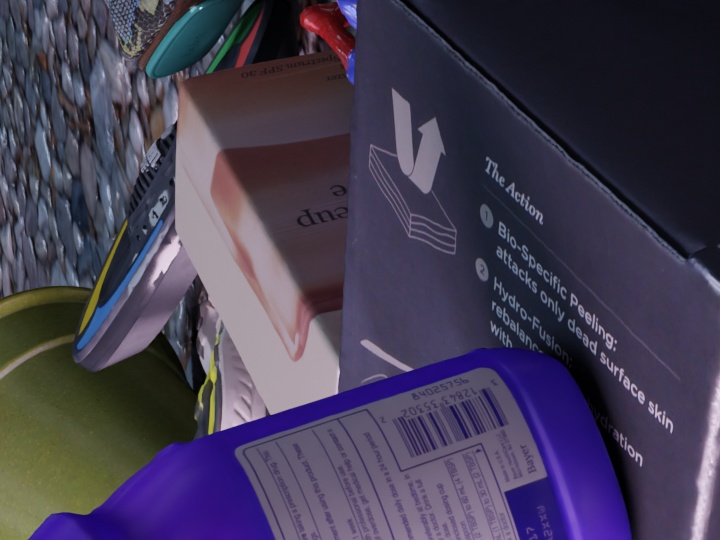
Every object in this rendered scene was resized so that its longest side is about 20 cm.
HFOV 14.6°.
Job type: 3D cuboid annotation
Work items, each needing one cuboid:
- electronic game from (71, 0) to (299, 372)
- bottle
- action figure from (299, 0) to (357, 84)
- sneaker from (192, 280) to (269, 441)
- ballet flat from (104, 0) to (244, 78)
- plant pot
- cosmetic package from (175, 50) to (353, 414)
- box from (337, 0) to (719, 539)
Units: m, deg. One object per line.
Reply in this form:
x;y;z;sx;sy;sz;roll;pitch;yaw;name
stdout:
-0.085;-0.042;1.342;0.200;0.042;0.200;-59;10;16;electronic game
-0.026;0.082;0.752;0.065;0.200;0.084;-33;76;64;bottle
0.037;-0.069;1.100;0.200;0.052;0.065;-126;26;-44;action figure
-0.031;0.030;1.318;0.074;0.085;0.200;118;160;-53;sneaker
-0.069;-0.152;1.286;0.200;0.074;0.074;-34;66;54;ballet flat
-0.131;0.129;1.531;0.190;0.200;0.200;25;125;52;plant pot
0.000;0.000;1.161;0.200;0.103;0.087;-122;27;-46;cosmetic package
0.090;0.023;0.849;0.197;0.117;0.200;47;144;44;box
